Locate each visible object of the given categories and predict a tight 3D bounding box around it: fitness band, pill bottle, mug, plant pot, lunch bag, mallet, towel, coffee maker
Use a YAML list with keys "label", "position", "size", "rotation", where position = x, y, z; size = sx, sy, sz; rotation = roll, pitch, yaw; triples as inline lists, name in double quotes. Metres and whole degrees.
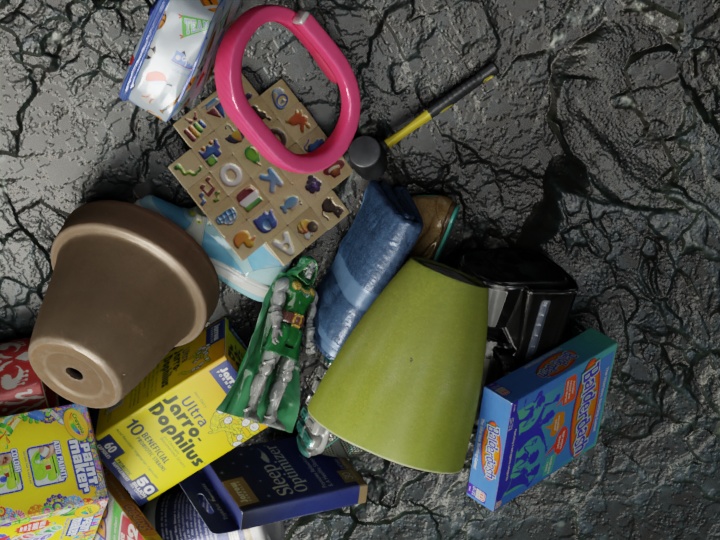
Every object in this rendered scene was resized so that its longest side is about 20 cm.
- label: "fitness band"
  position: [-0.076, -0.195, 1.591]
  size: [0.200, 0.037, 0.144]
  rotation: [48, 67, -37]
- label: "pill bottle"
  position: [-0.203, 0.323, 1.809]
  size: [0.199, 0.111, 0.112]
  rotation: [-14, 114, 10]
- label: "mug"
  position: [-0.462, 0.155, 1.734]
  size: [0.199, 0.178, 0.134]
  rotation: [-13, 77, -4]
- label: "plant pot"
  position: [-0.278, 0.052, 1.617]
  size: [0.199, 0.175, 0.201]
  rotation: [16, 141, 14]
- label: "lunch bag"
  position: [-0.177, -0.257, 1.522]
  size: [0.075, 0.200, 0.161]
  rotation: [24, 122, -5]
- label: "mallet"
  position: [0.070, -0.174, 1.651]
  size: [0.200, 0.066, 0.041]
  rotation: [-37, 77, 8]
- label: "plant pot"
  position: [0.062, 0.093, 1.624]
  size: [0.186, 0.187, 0.201]
  rotation: [19, 98, -12]
- label: "towel"
  position: [0.000, 0.000, 1.691]
  size: [0.048, 0.112, 0.201]
  rotation: [20, 112, -25]
- label: "coffee maker"
  position: [0.181, 0.081, 1.747]
  size: [0.192, 0.134, 0.201]
  rotation: [-11, 123, -46]

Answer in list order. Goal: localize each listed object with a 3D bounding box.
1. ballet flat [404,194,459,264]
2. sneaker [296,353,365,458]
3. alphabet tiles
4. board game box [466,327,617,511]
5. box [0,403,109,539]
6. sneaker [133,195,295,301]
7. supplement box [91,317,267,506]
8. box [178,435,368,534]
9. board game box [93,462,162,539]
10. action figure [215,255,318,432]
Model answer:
- label: "ballet flat"
  position: [0.057, 0.000, 1.730]
  size: [0.072, 0.068, 0.201]
  rotation: [19, 112, 9]
- label: "sneaker"
  position: [-0.006, 0.137, 1.770]
  size: [0.091, 0.078, 0.201]
  rotation: [17, 100, -23]
- label: "alphabet tiles"
  position: [-0.110, -0.113, 1.639]
  size: [0.166, 0.006, 0.200]
  rotation: [-40, 97, -15]
- label: "board game box"
  position: [0.211, 0.170, 1.692]
  size: [0.200, 0.045, 0.153]
  rotation: [-25, 132, -41]
- label: "box"
  position: [-0.404, 0.255, 1.677]
  size: [0.192, 0.123, 0.200]
  rotation: [-10, 157, -21]
- label: "sneaker"
  position: [-0.151, -0.062, 1.674]
  size: [0.199, 0.080, 0.131]
  rotation: [29, 110, -26]
- label: "supplement box"
  position: [-0.211, 0.168, 1.748]
  size: [0.200, 0.110, 0.109]
  rotation: [-33, 112, 9]
- label: "box"
  position: [-0.106, 0.251, 1.747]
  size: [0.199, 0.121, 0.033]
  rotation: [-9, 122, -27]
- label: "board game box"
  position: [-0.299, 0.306, 1.759]
  size: [0.030, 0.200, 0.096]
  rotation: [0, 118, -35]
- label: "action figure"
  position: [-0.088, 0.078, 1.678]
  size: [0.118, 0.055, 0.201]
  rotation: [23, 79, -46]
